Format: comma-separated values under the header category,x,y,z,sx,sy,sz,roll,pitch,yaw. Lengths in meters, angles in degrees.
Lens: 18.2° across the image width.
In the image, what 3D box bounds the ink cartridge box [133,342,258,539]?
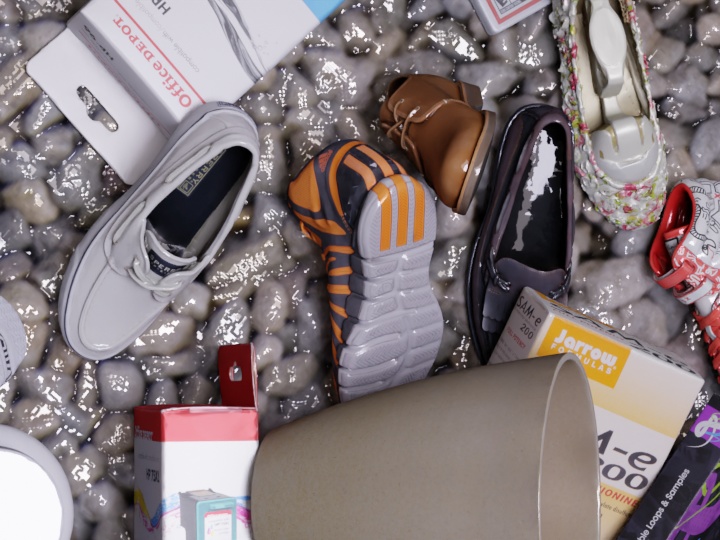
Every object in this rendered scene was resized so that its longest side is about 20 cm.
category,x,y,z,sx,sy,sz,roll,pitch,yaw
ink cartridge box,-0.109,0.149,1.476,0.067,0.116,0.202,0,87,-15

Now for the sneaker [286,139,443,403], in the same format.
category,x,y,z,sx,sy,sz,roll,pitch,yaw
sneaker,0.000,0.000,1.538,0.077,0.112,0.201,-11,125,-29

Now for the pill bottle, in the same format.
category,x,y,z,sx,sy,sz,roll,pitch,yaw
pill bottle,-0.237,0.149,1.394,0.111,0.200,0.113,1,88,-16

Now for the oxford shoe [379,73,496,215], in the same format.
category,x,y,z,sx,sy,sz,roll,pitch,yaw
oxford shoe,0.047,-0.087,1.498,0.071,0.200,0.072,18,104,-10

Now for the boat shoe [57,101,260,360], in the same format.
category,x,y,z,sx,sy,sz,roll,pitch,yaw
boat shoe,-0.129,-0.016,1.470,0.072,0.066,0.200,35,103,-25

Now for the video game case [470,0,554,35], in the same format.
category,x,y,z,sx,sy,sz,roll,pitch,yaw
video game case,0.105,-0.289,1.609,0.142,0.017,0.201,-30,97,-15

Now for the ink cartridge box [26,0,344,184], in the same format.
category,x,y,z,sx,sy,sz,roll,pitch,yaw
ink cartridge box,-0.114,-0.165,1.513,0.200,0.068,0.116,-44,99,-13

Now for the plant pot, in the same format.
category,x,y,z,sx,sy,sz,roll,pitch,yaw
plant pot,0.038,0.147,1.424,0.198,0.187,0.189,-1,88,17

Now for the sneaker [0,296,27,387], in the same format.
category,x,y,z,sx,sy,sz,roll,pitch,yaw
sneaker,-0.312,0.072,1.444,0.200,0.114,0.076,-30,98,-50

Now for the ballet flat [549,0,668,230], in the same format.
category,x,y,z,sx,sy,sz,roll,pitch,yaw
ballet flat,0.175,-0.122,1.589,0.075,0.064,0.202,-16,98,-4

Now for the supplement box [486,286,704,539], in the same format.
category,x,y,z,sx,sy,sz,roll,pitch,yaw
supplement box,0.131,0.130,1.540,0.125,0.074,0.201,22,99,-14

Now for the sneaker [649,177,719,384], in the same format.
category,x,y,z,sx,sy,sz,roll,pitch,yaw
sneaker,0.257,0.033,1.611,0.107,0.067,0.203,8,80,-22

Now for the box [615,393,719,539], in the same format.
category,x,y,z,sx,sy,sz,roll,pitch,yaw
box,0.211,0.197,1.559,0.036,0.143,0.200,31,77,25

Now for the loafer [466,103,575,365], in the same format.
category,x,y,z,sx,sy,sz,roll,pitch,yaw
loafer,0.116,-0.017,1.566,0.071,0.063,0.202,6,93,-6
